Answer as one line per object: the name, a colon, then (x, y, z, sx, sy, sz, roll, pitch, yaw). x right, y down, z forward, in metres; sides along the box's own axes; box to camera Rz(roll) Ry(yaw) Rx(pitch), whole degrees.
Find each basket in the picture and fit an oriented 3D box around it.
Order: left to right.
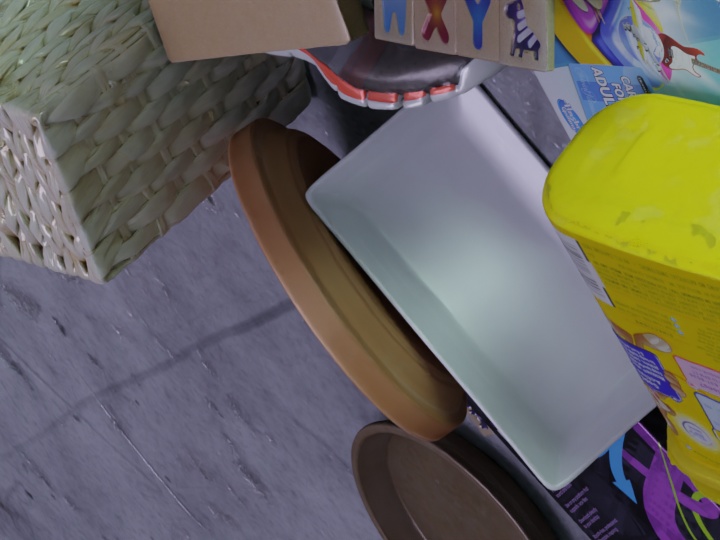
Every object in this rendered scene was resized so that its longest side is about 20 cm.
basket: (-0.138, -0.102, 1.153, 0.123, 0.200, 0.136, 22, 143, 38)

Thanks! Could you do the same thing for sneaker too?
sneaker: (-0.005, -0.139, 1.007, 0.199, 0.077, 0.082, 19, 142, 42)

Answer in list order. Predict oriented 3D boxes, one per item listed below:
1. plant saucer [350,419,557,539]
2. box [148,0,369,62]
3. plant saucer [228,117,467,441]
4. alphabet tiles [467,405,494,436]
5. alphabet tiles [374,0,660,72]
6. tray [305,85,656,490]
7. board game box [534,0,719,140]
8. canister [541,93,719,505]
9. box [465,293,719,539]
plant saucer: (0.072, 0.175, 1.364, 0.200, 0.029, 0.201, 39, 153, 24)
box: (-0.078, -0.201, 0.990, 0.163, 0.021, 0.201, 4, 117, 55)
plant saucer: (0.000, 0.000, 1.122, 0.201, 0.032, 0.201, 52, -166, -18)
alphabet tiles: (0.087, 0.043, 1.188, 0.167, 0.006, 0.200, 54, 155, -4)
alphabet tiles: (0.058, -0.168, 0.840, 0.200, 0.007, 0.169, 21, 115, 57)
tray: (0.073, 0.004, 1.055, 0.200, 0.107, 0.022, 50, 175, 3)
board game box: (0.126, -0.131, 0.845, 0.200, 0.047, 0.152, -2, 123, 60)
canister: (0.174, 0.026, 0.876, 0.148, 0.087, 0.200, 21, 155, 43)
box: (0.144, 0.104, 1.127, 0.200, 0.036, 0.143, 49, 155, 9)
